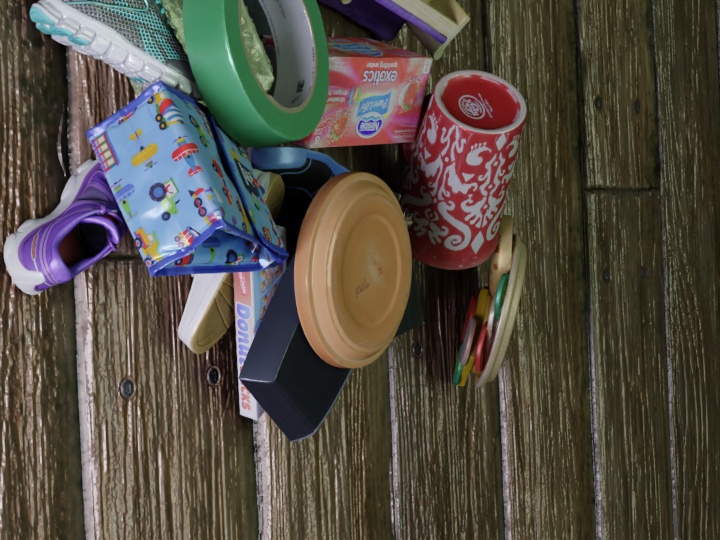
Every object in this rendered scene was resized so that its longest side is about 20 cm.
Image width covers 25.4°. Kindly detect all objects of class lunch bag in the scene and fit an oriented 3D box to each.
[{"bbox_3d":[-0.144,-0.075,1.500,0.152,0.094,0.200,64,19,14],"label":"lunch bag"}]

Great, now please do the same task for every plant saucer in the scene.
[{"bbox_3d":[0.000,0.000,1.643,0.199,0.032,0.203,-7,98,-56],"label":"plant saucer"}]

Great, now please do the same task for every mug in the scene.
[{"bbox_3d":[0.098,-0.129,1.831,0.133,0.177,0.201,-40,156,-38],"label":"mug"}]

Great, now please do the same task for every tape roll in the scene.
[{"bbox_3d":[-0.097,-0.221,1.544,0.200,0.048,0.203,31,54,-57],"label":"tape roll"}]

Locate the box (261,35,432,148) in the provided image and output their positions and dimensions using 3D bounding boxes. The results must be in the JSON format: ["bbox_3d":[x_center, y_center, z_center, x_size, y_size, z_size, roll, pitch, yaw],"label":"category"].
[{"bbox_3d":[-0.021,-0.194,1.738,0.199,0.094,0.104,-8,115,-54],"label":"box"}]

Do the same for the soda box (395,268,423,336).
[{"bbox_3d":[-0.012,0.054,1.784,0.199,0.063,0.072,-21,106,-51],"label":"soda box"}]

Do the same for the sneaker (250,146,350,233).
[{"bbox_3d":[-0.055,-0.079,1.714,0.199,0.069,0.079,20,72,-60],"label":"sneaker"}]

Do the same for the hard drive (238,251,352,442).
[{"bbox_3d":[-0.046,0.062,1.646,0.135,0.042,0.201,56,50,-44],"label":"hard drive"}]

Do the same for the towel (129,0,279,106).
[{"bbox_3d":[-0.161,-0.208,1.577,0.148,0.036,0.201,-36,121,-20],"label":"towel"}]

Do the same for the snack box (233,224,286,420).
[{"bbox_3d":[-0.100,0.054,1.636,0.072,0.024,0.202,-48,147,-46],"label":"snack box"}]

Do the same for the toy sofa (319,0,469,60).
[{"bbox_3d":[0.025,-0.303,1.797,0.098,0.083,0.199,-48,146,15],"label":"toy sofa"}]

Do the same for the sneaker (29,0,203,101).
[{"bbox_3d":[-0.203,-0.226,1.483,0.199,0.077,0.092,28,82,-34],"label":"sneaker"}]

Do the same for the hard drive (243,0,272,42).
[{"bbox_3d":[-0.129,-0.307,1.669,0.199,0.033,0.141,-13,98,-53],"label":"hard drive"}]

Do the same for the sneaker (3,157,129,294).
[{"bbox_3d":[-0.237,-0.043,1.468,0.200,0.083,0.081,-53,129,-42],"label":"sneaker"}]

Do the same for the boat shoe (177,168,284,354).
[{"bbox_3d":[-0.144,-0.013,1.611,0.071,0.069,0.202,70,41,-64],"label":"boat shoe"}]

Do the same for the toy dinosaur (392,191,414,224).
[{"bbox_3d":[0.011,-0.026,1.759,0.200,0.058,0.102,-27,147,-57],"label":"toy dinosaur"}]

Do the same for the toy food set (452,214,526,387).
[{"bbox_3d":[0.160,0.048,1.959,0.201,0.048,0.200,105,-2,-59],"label":"toy food set"}]
